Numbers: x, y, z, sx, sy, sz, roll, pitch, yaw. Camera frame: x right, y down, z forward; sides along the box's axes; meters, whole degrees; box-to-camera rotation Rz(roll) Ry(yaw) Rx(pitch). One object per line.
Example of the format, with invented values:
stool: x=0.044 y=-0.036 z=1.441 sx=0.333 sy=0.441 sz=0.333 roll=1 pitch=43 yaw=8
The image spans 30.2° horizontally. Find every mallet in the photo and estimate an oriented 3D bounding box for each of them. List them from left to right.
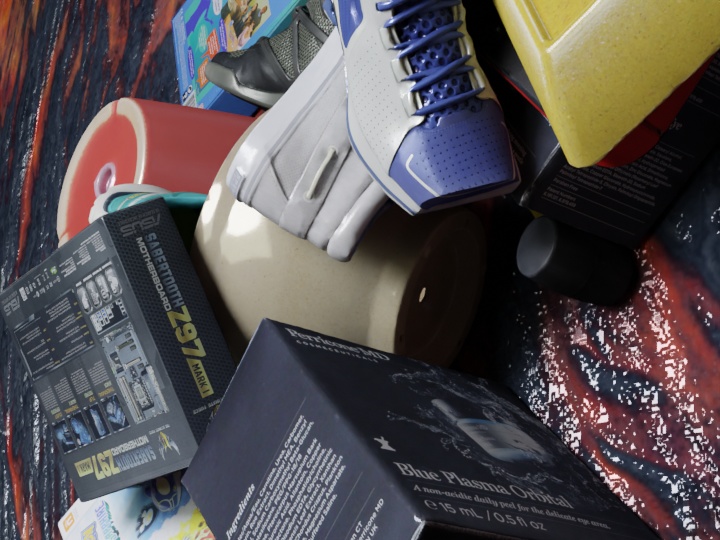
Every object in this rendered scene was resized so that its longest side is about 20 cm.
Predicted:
mallet: x=0.099 y=-0.051 z=0.840 sx=0.041 sy=0.065 sz=0.201 roll=-57 pitch=38 yaw=23

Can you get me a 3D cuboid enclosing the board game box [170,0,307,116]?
board game box: x=-0.098 y=-0.231 z=1.202 sx=0.200 sy=0.045 sz=0.154 roll=-43 pitch=45 yaw=37

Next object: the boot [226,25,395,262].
boot: x=0.013 y=-0.096 z=0.798 sx=0.201 sy=0.095 sz=0.074 roll=-54 pitch=-5 yaw=-19

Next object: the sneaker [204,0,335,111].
sneaker: x=-0.045 y=-0.177 z=1.079 sx=0.198 sy=0.076 sz=0.116 roll=15 pitch=85 yaw=48

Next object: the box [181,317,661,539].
box: x=0.036 y=0.140 z=0.735 sx=0.119 sy=0.195 sz=0.200 roll=-63 pitch=36 yaw=13

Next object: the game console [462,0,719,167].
game console: x=0.131 y=-0.167 z=0.701 sx=0.178 sy=0.031 sz=0.200 roll=-55 pitch=39 yaw=16

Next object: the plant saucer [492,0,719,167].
plant saucer: x=0.129 y=-0.186 z=0.650 sx=0.200 sy=0.048 sz=0.202 roll=-45 pitch=42 yaw=28

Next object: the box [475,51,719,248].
box: x=0.138 y=-0.152 z=0.793 sx=0.183 sy=0.103 sz=0.201 roll=-55 pitch=39 yaw=24

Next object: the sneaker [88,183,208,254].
sneaker: x=-0.091 y=-0.018 z=0.936 sx=0.079 sy=0.198 sz=0.079 roll=0 pitch=88 yaw=55

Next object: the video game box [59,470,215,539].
video game box: x=-0.121 y=0.181 z=0.938 sx=0.183 sy=0.047 sz=0.200 roll=-51 pitch=39 yaw=9

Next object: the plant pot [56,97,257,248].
plant pot: x=-0.131 y=-0.043 z=1.058 sx=0.199 sy=0.176 sz=0.203 roll=-27 pitch=55 yaw=46

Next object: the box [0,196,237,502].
box: x=-0.156 y=0.058 z=0.867 sx=0.199 sy=0.051 sz=0.160 roll=-27 pitch=86 yaw=54

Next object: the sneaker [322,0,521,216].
sneaker: x=0.024 y=-0.137 z=0.713 sx=0.115 sy=0.080 sz=0.202 roll=108 pitch=143 yaw=-69

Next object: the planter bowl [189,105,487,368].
planter bowl: x=0.000 y=0.000 z=0.872 sx=0.133 sy=0.200 sz=0.203 roll=18 pitch=91 yaw=28
